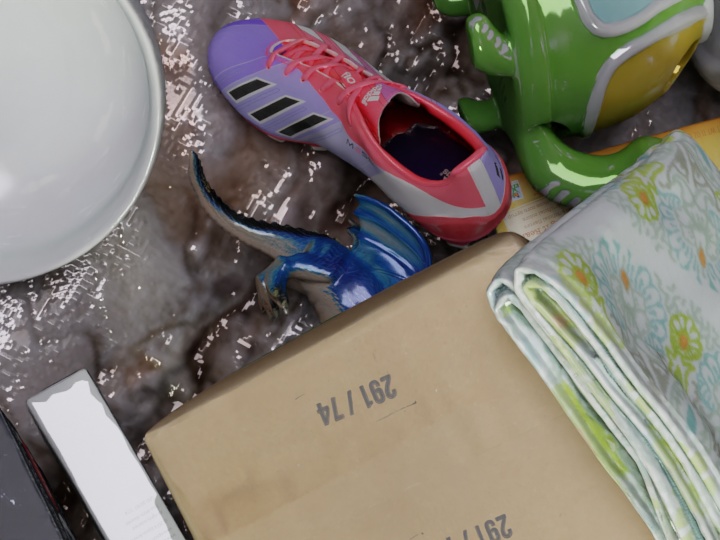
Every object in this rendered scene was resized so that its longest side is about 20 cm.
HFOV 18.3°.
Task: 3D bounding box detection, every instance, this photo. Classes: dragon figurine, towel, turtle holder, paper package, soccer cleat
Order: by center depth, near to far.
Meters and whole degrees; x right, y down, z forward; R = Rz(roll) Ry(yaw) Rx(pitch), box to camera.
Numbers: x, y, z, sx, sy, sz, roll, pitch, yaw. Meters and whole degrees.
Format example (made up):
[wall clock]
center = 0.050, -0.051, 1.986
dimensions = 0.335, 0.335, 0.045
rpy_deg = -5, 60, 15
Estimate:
[towel]
center = 0.153, 0.036, 1.000
dimensions = 0.171, 0.048, 0.200
rpy_deg = 56, 36, -1
[paper package]
center = 0.034, 0.105, 1.031
dimensions = 0.200, 0.103, 0.191
rpy_deg = -30, 83, 5
[turtle holder]
center = 0.113, -0.129, 1.142
dimensions = 0.131, 0.141, 0.186
rpy_deg = -12, 50, -4
[soccer cleat]
center = -0.003, -0.086, 1.165
dimensions = 0.200, 0.077, 0.067
rpy_deg = 37, 72, 25
[dragon figurine]
center = 0.000, 0.000, 1.166
dimensions = 0.099, 0.059, 0.200
rpy_deg = -39, 83, -13

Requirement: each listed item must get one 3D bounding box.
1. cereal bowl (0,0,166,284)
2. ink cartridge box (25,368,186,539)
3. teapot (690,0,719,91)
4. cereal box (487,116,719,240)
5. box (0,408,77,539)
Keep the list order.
[cereal bowl]
center = -0.196, -0.096, 1.157
dimensions = 0.199, 0.083, 0.201
rpy_deg = 1, 108, 3
[ink cartridge box]
center = -0.098, 0.149, 1.102
dimensions = 0.039, 0.099, 0.200
rpy_deg = -28, 77, -10
[teapot]
center = 0.258, -0.174, 1.161
dimensions = 0.146, 0.197, 0.201
rpy_deg = 1, 85, -13
[cereal box]
center = 0.158, 0.031, 1.171
dimensions = 0.143, 0.040, 0.201
rpy_deg = -16, 75, -6
[box]
center = -0.164, 0.183, 1.048
dimensions = 0.104, 0.182, 0.200
rpy_deg = -26, 77, -9
